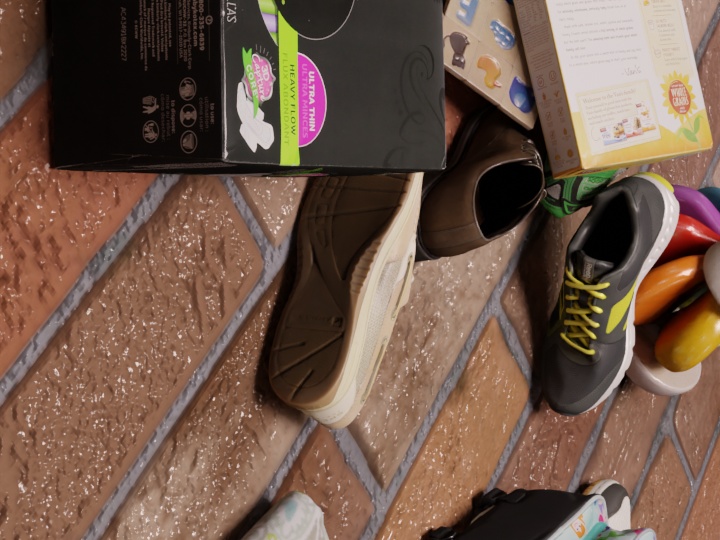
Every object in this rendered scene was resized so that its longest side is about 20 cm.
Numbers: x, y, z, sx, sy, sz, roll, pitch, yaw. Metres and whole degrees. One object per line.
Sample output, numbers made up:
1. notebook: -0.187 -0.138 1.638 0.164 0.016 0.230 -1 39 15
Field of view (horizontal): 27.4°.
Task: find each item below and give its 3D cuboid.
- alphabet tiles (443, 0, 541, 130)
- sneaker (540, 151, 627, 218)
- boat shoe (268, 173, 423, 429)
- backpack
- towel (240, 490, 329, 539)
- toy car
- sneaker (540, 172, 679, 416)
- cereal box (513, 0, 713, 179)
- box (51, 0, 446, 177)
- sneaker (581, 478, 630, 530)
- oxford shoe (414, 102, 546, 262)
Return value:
1. alphabet tiles: 0.098 -0.205 1.054 0.199 0.008 0.169 32 65 -27
2. sneaker: 0.184 -0.100 1.195 0.078 0.085 0.200 43 27 7
3. boat shoe: 0.000 0.000 0.932 0.065 0.071 0.202 44 57 -55
4. backpack: 0.139 0.275 1.062 0.177 0.149 0.202 -26 115 -53
5. towel: -0.054 0.261 0.872 0.171 0.048 0.202 -46 125 -48
6. toy car: 0.290 -0.003 1.283 0.150 0.175 0.200 46 43 4
7. sneaker: 0.177 0.016 1.141 0.084 0.074 0.202 6 104 -59
8. cereal box: 0.179 -0.176 1.077 0.143 0.039 0.202 -10 87 -35
9. box: -0.055 -0.127 0.806 0.199 0.123 0.150 -3 93 -55
10. sneaker: 0.208 0.270 1.199 0.076 0.087 0.202 36 59 -46
11. oxford shoe: 0.106 -0.068 1.065 0.200 0.084 0.073 -51 127 -44
